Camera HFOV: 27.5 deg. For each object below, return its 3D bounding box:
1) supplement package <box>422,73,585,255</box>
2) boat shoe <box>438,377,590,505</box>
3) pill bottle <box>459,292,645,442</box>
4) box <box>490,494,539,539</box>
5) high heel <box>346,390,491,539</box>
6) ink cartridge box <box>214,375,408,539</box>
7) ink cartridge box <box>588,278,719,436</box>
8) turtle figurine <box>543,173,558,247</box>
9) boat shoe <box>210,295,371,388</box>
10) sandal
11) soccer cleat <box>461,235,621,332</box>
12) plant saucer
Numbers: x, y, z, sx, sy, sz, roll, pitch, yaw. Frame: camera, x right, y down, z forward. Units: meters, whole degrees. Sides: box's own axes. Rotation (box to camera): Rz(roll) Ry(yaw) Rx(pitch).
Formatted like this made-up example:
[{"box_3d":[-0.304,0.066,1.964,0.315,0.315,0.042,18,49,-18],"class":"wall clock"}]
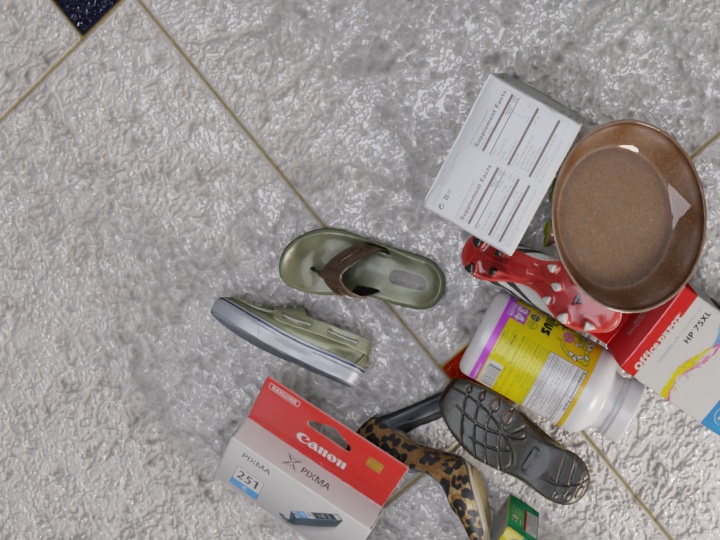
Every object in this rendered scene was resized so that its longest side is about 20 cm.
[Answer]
[{"box_3d":[0.159,-0.121,1.597,0.110,0.200,0.157,28,101,4],"class":"supplement package"},{"box_3d":[0.174,0.199,1.705,0.199,0.074,0.076,39,94,-3],"class":"boat shoe"},{"box_3d":[0.219,0.114,1.671,0.198,0.104,0.105,29,102,4],"class":"pill bottle"},{"box_3d":[0.138,0.370,1.717,0.048,0.117,0.201,33,103,1],"class":"box"},{"box_3d":[0.068,0.252,1.711,0.141,0.071,0.202,-24,61,9],"class":"high heel"},{"box_3d":[-0.062,0.238,1.729,0.199,0.045,0.177,32,137,5],"class":"ink cartridge box"},{"box_3d":[0.357,0.082,1.630,0.199,0.067,0.117,33,103,-15],"class":"ink cartridge box"},{"box_3d":[0.288,-0.045,1.643,0.159,0.064,0.203,8,102,-1],"class":"turtle figurine"},{"box_3d":[-0.081,0.073,1.748,0.198,0.072,0.063,26,77,2],"class":"boat shoe"},{"box_3d":[0.001,-0.001,1.718,0.198,0.057,0.081,9,100,9],"class":"sandal"},{"box_3d":[0.207,0.011,1.652,0.198,0.085,0.069,24,102,21],"class":"soccer cleat"},{"box_3d":[0.277,-0.057,1.556,0.198,0.037,0.204,1,89,-25],"class":"plant saucer"}]
